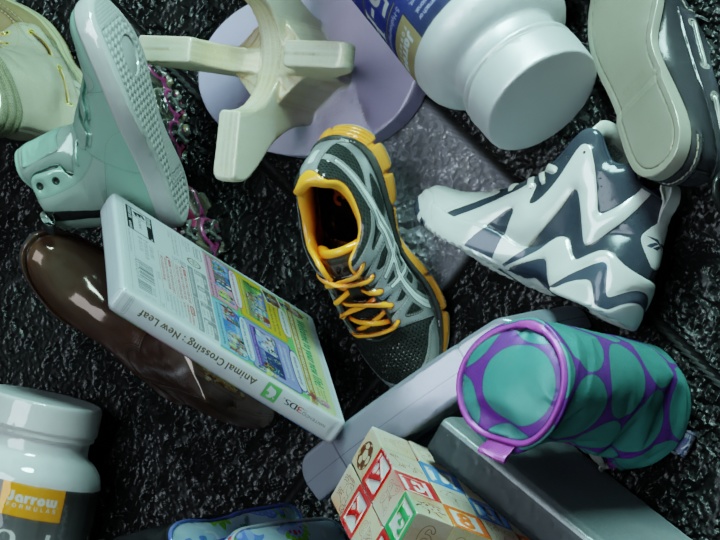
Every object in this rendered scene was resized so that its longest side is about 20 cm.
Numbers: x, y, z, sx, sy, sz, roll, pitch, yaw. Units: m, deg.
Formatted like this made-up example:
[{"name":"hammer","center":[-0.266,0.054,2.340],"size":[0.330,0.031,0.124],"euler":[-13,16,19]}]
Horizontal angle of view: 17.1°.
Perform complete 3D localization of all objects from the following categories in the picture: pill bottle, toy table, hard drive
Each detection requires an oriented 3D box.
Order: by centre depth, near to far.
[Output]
[{"name":"hard drive","center":[0.152,0.166,1.571],"size":[0.200,0.139,0.033],"euler":[38,106,30]},{"name":"pill bottle","center":[0.073,-0.183,1.666],"size":[0.120,0.119,0.200],"euler":[-49,56,19]},{"name":"toy table","center":[-0.062,-0.151,1.764],"size":[0.199,0.117,0.185],"euler":[-9,80,31]},{"name":"pill bottle","center":[-0.267,0.196,1.861],"size":[0.116,0.116,0.201],"euler":[13,93,34]}]

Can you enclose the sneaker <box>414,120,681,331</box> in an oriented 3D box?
[{"name":"sneaker","center":[0.136,-0.052,1.649],"size":[0.199,0.079,0.130],"euler":[25,87,45]}]

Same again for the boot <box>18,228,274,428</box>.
[{"name":"boot","center":[-0.155,0.041,1.729],"size":[0.064,0.186,0.200],"euler":[-53,17,-6]}]

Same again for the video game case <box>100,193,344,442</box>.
[{"name":"video game case","center":[-0.100,0.031,1.670],"size":[0.022,0.182,0.200],"euler":[-54,18,12]}]

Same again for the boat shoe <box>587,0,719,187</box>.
[{"name":"boat shoe","center":[0.205,-0.140,1.620],"size":[0.073,0.063,0.201],"euler":[-41,45,40]}]

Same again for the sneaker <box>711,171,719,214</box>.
[{"name":"sneaker","center":[0.269,-0.092,1.537],"size":[0.075,0.115,0.201],"euler":[-20,74,30]}]

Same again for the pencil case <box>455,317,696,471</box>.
[{"name":"pencil case","center":[0.142,0.084,1.551],"size":[0.085,0.200,0.093],"euler":[21,93,33]}]

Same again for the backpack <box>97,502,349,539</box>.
[{"name":"backpack","center":[-0.082,0.271,1.691],"size":[0.146,0.183,0.201],"euler":[-17,81,32]}]

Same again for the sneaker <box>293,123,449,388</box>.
[{"name":"sneaker","center":[0.000,0.000,1.704],"size":[0.078,0.077,0.201],"euler":[-16,102,29]}]

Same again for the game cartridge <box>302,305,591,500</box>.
[{"name":"game cartridge","center":[0.056,0.089,1.648],"size":[0.200,0.133,0.042],"euler":[-37,73,24]}]

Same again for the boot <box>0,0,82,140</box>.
[{"name":"boot","center":[-0.297,-0.164,1.897],"size":[0.200,0.154,0.072],"euler":[46,109,28]}]

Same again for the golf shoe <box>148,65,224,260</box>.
[{"name":"golf shoe","center":[-0.176,-0.078,1.857],"size":[0.092,0.072,0.201],"euler":[-25,72,31]}]

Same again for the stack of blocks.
[{"name":"stack of blocks","center":[0.090,0.186,1.576],"size":[0.059,0.199,0.115],"euler":[-60,24,14]}]

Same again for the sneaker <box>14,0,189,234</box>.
[{"name":"sneaker","center":[-0.206,-0.105,1.734],"size":[0.118,0.201,0.074],"euler":[-7,39,12]}]
